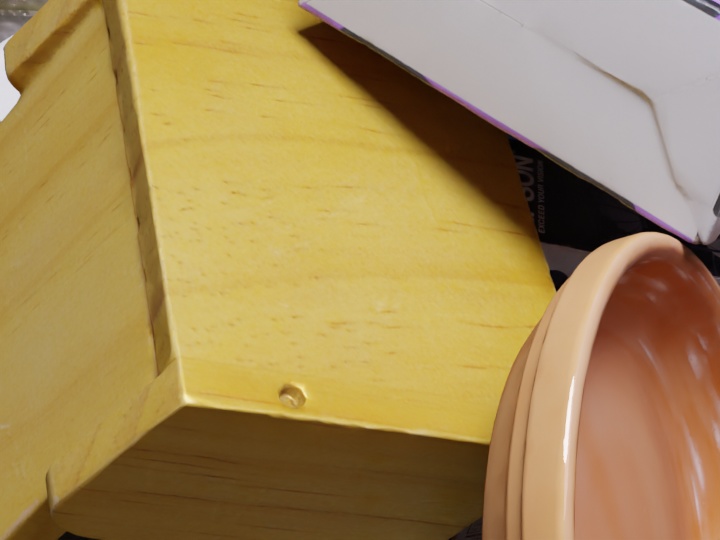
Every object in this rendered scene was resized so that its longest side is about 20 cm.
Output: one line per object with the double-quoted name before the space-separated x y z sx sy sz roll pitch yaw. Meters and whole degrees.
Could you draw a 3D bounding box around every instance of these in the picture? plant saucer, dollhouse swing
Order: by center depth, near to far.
"plant saucer" 0.083 0.091 0.640 0.200 0.037 0.202 25 62 -59
"dollhouse swing" -0.058 0.026 0.731 0.180 0.176 0.201 10 44 -25

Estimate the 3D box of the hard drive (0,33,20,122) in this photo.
"hard drive" -0.074 -0.076 0.938 0.132 0.027 0.200 37 41 8

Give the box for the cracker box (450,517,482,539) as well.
"cracker box" 0.080 0.133 0.730 0.135 0.057 0.200 67 31 -21

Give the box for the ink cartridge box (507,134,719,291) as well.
"ink cartridge box" 0.099 -0.025 0.786 0.198 0.039 0.100 9 46 -8

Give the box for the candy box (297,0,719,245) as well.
"candy box" 0.106 -0.093 0.749 0.167 0.072 0.199 33 27 25
